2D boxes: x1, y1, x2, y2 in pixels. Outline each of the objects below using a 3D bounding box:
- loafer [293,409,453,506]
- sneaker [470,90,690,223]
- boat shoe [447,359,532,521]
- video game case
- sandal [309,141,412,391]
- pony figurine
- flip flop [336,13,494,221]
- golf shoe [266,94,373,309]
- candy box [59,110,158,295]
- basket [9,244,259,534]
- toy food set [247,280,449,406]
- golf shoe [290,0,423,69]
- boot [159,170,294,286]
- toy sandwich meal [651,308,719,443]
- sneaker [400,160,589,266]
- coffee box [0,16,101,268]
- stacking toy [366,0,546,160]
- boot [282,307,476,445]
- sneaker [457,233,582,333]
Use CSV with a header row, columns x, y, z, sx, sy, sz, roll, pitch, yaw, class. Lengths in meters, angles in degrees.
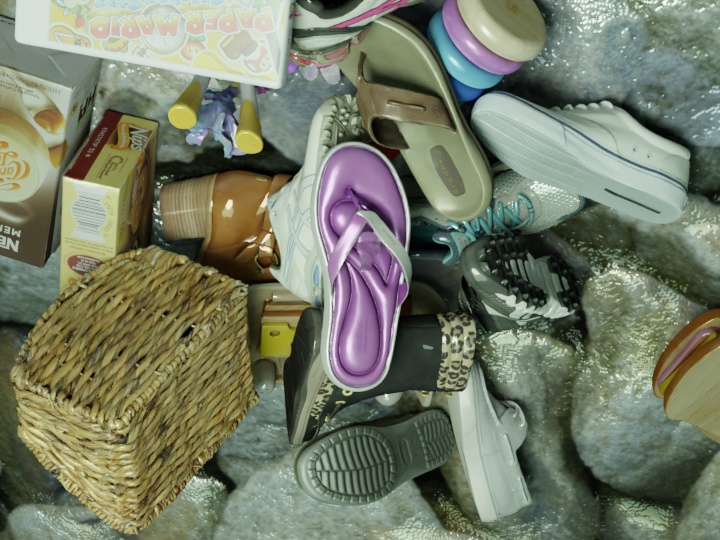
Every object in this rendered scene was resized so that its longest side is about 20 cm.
x,y,z,sx,sy,sz,roll,pitch,yaw,class
0.005,0.180,1.390,0.070,0.200,0.075,-12,86,44,loafer
0.183,-0.106,1.198,0.200,0.071,0.073,25,154,-17,sneaker
0.129,0.160,1.410,0.068,0.072,0.200,-16,116,-3,boat shoe
-0.138,-0.230,0.992,0.200,0.023,0.182,11,111,9,video game case
0.007,-0.001,1.153,0.082,0.050,0.203,-6,102,-18,sandal
-0.104,-0.187,1.150,0.166,0.200,0.193,-7,139,11,pony figurine
0.035,-0.118,1.143,0.081,0.058,0.200,-17,111,40,flip flop
-0.044,-0.059,1.223,0.097,0.078,0.200,22,122,29,golf shoe
-0.229,-0.029,1.318,0.055,0.115,0.200,14,127,4,candy box
-0.196,0.096,1.236,0.143,0.200,0.149,21,137,22,basket
-0.026,0.079,1.348,0.200,0.060,0.144,-1,138,-8,toy food set
0.022,-0.231,1.073,0.073,0.200,0.092,44,163,6,golf shoe
-0.091,-0.004,1.342,0.155,0.077,0.200,-3,118,10,boot
0.372,0.108,1.311,0.205,0.070,0.205,6,126,8,toy sandwich meal
0.100,-0.039,1.255,0.200,0.086,0.078,-11,123,20,sneaker
-0.308,-0.114,1.296,0.114,0.080,0.200,18,127,0,coffee box
0.060,-0.154,1.192,0.085,0.085,0.200,36,131,-14,stacking toy
0.011,0.093,1.278,0.150,0.073,0.200,-2,146,-12,boot
0.117,0.019,1.244,0.090,0.200,0.067,-22,73,23,sneaker
